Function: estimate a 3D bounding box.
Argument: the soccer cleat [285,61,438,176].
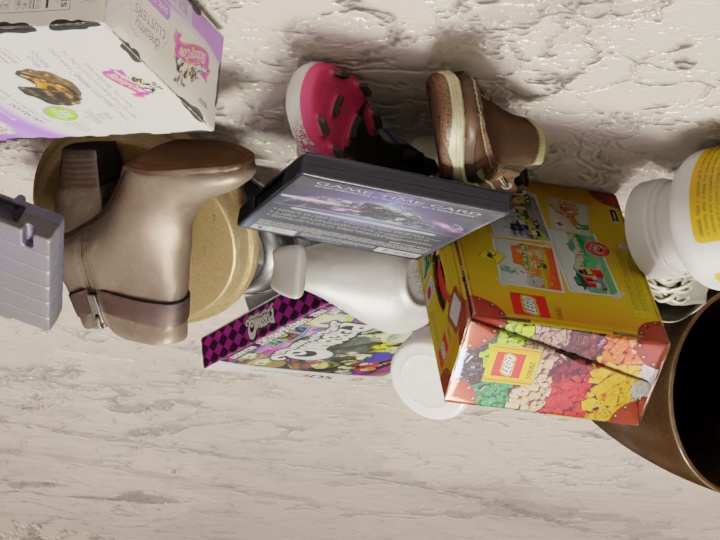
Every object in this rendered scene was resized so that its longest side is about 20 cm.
[{"bbox_3d":[-0.019,-0.086,1.272,0.086,0.070,0.200,7,163,28],"label":"soccer cleat"}]

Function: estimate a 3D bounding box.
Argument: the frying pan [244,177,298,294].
[{"bbox_3d":[-0.136,-0.046,1.450,0.190,0.031,0.115,29,129,8],"label":"frying pan"}]

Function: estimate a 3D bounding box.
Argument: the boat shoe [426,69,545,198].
[{"bbox_3d":[0.088,-0.092,1.240,0.075,0.075,0.202,-9,169,3],"label":"boat shoe"}]

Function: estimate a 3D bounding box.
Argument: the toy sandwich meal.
[{"bbox_3d":[-0.163,-0.042,1.400,0.205,0.070,0.205,10,125,14],"label":"toy sandwich meal"}]

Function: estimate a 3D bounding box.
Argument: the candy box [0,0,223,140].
[{"bbox_3d":[-0.208,-0.144,1.126,0.200,0.072,0.168,0,162,18],"label":"candy box"}]

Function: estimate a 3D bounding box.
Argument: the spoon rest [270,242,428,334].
[{"bbox_3d":[0.000,0.000,1.427,0.061,0.100,0.200,7,-177,42],"label":"spoon rest"}]

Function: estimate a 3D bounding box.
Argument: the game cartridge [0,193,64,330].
[{"bbox_3d":[-0.312,-0.031,1.325,0.200,0.038,0.130,20,150,3],"label":"game cartridge"}]

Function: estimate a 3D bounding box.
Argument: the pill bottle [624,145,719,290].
[{"bbox_3d":[0.288,-0.042,1.269,0.200,0.104,0.104,-9,158,39],"label":"pill bottle"}]

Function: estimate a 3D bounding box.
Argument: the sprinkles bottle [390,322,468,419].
[{"bbox_3d":[0.097,0.043,1.421,0.068,0.068,0.200,-7,-160,33],"label":"sprinkles bottle"}]

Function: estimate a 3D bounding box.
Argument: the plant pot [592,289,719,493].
[{"bbox_3d":[0.289,0.102,1.659,0.187,0.187,0.200,15,174,-30],"label":"plant pot"}]

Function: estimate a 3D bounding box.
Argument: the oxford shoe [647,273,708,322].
[{"bbox_3d":[0.255,-0.005,1.480,0.075,0.058,0.200,4,161,11],"label":"oxford shoe"}]

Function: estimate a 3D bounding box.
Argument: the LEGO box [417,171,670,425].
[{"bbox_3d":[0.128,0.015,1.339,0.149,0.200,0.077,8,123,-10],"label":"LEGO box"}]

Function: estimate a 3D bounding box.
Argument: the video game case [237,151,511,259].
[{"bbox_3d":[0.004,-0.042,1.258,0.143,0.019,0.200,10,168,-14],"label":"video game case"}]

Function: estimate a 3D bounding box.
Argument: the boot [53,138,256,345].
[{"bbox_3d":[-0.145,-0.018,1.306,0.200,0.146,0.070,7,-159,40],"label":"boot"}]

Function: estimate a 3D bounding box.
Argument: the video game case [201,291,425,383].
[{"bbox_3d":[-0.011,0.051,1.566,0.181,0.036,0.200,8,157,-36],"label":"video game case"}]

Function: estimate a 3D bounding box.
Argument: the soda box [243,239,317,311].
[{"bbox_3d":[-0.064,0.002,1.574,0.068,0.064,0.200,3,163,3],"label":"soda box"}]
